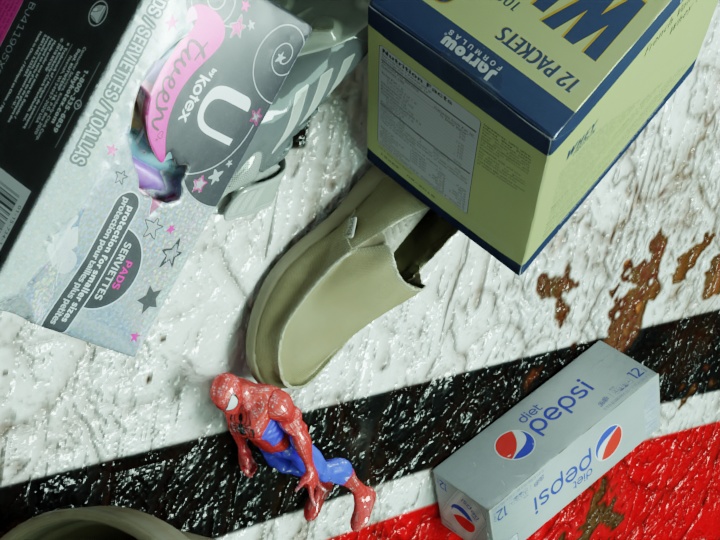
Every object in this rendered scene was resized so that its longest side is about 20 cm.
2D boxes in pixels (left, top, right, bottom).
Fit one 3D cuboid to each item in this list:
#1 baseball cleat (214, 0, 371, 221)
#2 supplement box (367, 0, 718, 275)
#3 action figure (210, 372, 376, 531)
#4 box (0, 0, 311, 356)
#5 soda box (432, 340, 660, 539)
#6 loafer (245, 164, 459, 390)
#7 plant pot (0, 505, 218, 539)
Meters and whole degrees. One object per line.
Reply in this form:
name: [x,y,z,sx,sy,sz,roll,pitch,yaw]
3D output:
baseball cleat: [-0.050,-0.106,1.058,0.199,0.070,0.107,-36,144,-12]
supplement box: [0.114,-0.142,1.078,0.200,0.134,0.200,-49,166,-17]
action figure: [-0.052,0.122,1.192,0.052,0.065,0.200,-62,144,-22]
box: [-0.140,-0.078,0.916,0.114,0.132,0.201,23,97,-49]
soda box: [0.153,0.143,1.418,0.199,0.068,0.064,-35,134,-27]
loafer: [0.000,0.000,1.165,0.201,0.067,0.076,-54,141,-6]
plant pot: [-0.128,0.244,1.112,0.173,0.199,0.202,3,113,-64]
